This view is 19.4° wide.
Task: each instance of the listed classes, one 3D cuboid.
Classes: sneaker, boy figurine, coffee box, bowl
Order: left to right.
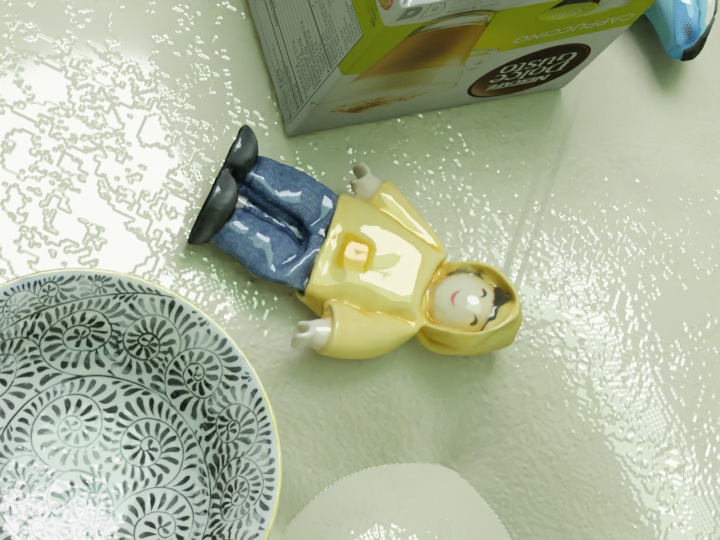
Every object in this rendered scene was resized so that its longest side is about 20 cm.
[{"bbox_3d":[-0.149,0.108,1.103,0.200,0.094,0.202,7,68,-17],"label":"bowl"},{"bbox_3d":[0.000,0.000,1.217,0.200,0.064,0.125,29,60,-4],"label":"boy figurine"},{"bbox_3d":[0.047,-0.217,1.241,0.199,0.198,0.201,-12,76,-25],"label":"coffee box"},{"bbox_3d":[0.156,-0.214,1.362,0.090,0.078,0.200,-27,74,-12],"label":"sneaker"}]
